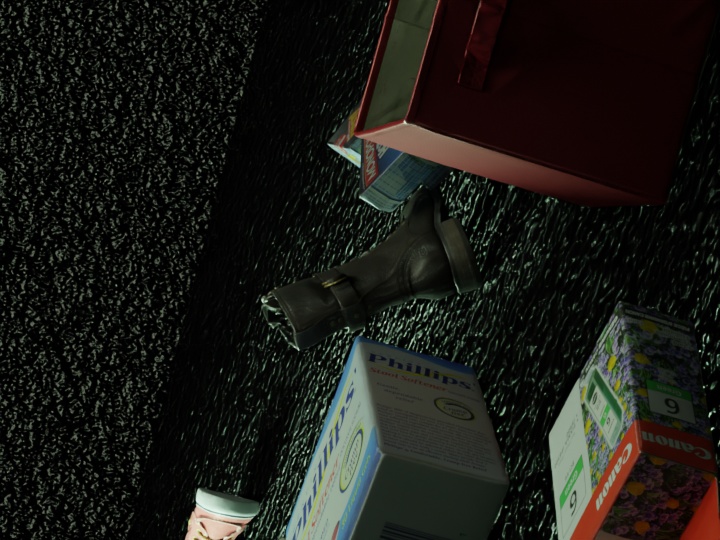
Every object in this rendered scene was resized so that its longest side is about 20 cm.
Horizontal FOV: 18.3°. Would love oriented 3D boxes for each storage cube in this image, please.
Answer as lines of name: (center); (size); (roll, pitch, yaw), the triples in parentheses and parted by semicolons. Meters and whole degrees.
storage cube: (0.115, -0.147, 1.449); (0.200, 0.178, 0.173); (-178, 104, -80)

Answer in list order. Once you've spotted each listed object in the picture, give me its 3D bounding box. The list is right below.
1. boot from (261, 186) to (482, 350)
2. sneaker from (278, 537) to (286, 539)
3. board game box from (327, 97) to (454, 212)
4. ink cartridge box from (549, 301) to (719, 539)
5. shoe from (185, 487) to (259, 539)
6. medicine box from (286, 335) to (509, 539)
boot: (0.000, 0.000, 1.825); (0.200, 0.173, 0.070); (-123, 13, -74)
sneaker: (-0.055, 0.249, 1.937); (0.200, 0.084, 0.073); (-63, -6, -75)
board game box: (0.053, -0.132, 1.884); (0.200, 0.061, 0.201); (-46, 22, 27)
ink cartridge box: (0.149, 0.121, 1.220); (0.201, 0.050, 0.110); (-88, 18, -54)
shoe: (-0.161, 0.297, 2.512); (0.200, 0.071, 0.092); (143, 141, -81)
medicine box: (0.022, 0.178, 1.650); (0.200, 0.102, 0.184); (-104, 32, -68)
